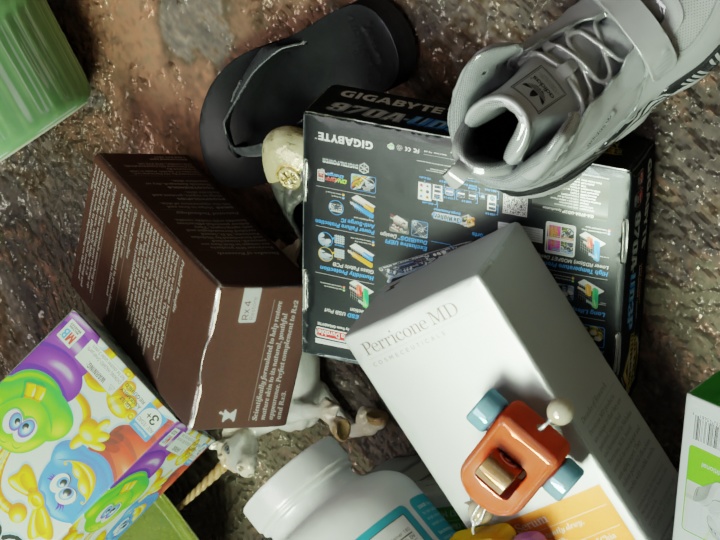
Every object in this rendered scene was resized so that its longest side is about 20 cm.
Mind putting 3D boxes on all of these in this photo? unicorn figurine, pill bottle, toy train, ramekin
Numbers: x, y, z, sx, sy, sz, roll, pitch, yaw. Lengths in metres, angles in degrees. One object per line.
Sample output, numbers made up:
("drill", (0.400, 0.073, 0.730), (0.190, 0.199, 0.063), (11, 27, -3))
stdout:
("unicorn figurine", (-0.049, 0.068, 1.677), (0.137, 0.074, 0.201), (14, 107, 50))
("pill bottle", (0.020, 0.195, 1.515), (0.200, 0.111, 0.111), (50, 137, 11))
("toy train", (0.109, 0.168, 1.408), (0.200, 0.056, 0.150), (45, 131, 3))
("ramekin", (-0.274, -0.108, 1.705), (0.200, 0.200, 0.098), (-23, 102, 48))

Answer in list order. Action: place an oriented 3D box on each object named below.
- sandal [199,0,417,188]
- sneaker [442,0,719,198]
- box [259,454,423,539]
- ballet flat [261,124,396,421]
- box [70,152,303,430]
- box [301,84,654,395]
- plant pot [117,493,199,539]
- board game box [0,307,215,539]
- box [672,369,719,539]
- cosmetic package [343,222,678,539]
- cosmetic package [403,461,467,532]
("sandal", (-0.045, -0.110, 1.589), (0.200, 0.043, 0.076), (-35, 85, 48))
("sneaker", (0.122, -0.108, 1.343), (0.200, 0.115, 0.075), (-45, 79, 23))
("box", (-0.005, 0.224, 1.611), (0.041, 0.200, 0.157), (-13, 101, 48))
("ballet flat", (0.000, 0.000, 1.577), (0.066, 0.057, 0.200), (-23, 103, 44))
("box", (-0.108, 0.009, 1.631), (0.200, 0.075, 0.101), (47, 130, 52))
("box", (0.064, -0.012, 1.490), (0.199, 0.046, 0.160), (11, 119, 19))
("plant pot", (-0.232, 0.201, 1.772), (0.200, 0.190, 0.200), (43, 165, 15))
("board game box", (-0.205, 0.137, 1.644), (0.103, 0.200, 0.105), (45, 180, 15))
("box", (0.271, 0.157, 1.386), (0.199, 0.097, 0.177), (23, 126, 34))
("cosmetic package", (0.091, 0.086, 1.458), (0.101, 0.071, 0.200), (-26, 103, 33))
("cosmetic package", (0.090, 0.214, 1.600), (0.107, 0.085, 0.201), (-14, 100, 44))
